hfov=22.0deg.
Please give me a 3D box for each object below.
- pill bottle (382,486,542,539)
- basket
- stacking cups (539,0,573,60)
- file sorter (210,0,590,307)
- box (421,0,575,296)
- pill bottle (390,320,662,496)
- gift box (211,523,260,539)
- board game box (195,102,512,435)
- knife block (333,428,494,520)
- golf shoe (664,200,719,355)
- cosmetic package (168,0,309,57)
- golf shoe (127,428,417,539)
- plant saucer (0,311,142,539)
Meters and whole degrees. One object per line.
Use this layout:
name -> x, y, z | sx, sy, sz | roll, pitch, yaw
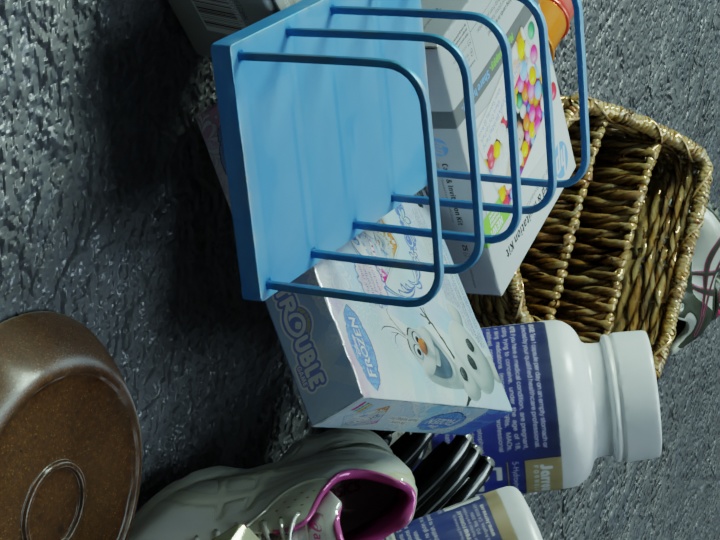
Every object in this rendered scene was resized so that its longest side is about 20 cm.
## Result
pill bottle -> 0.022, 0.216, 1.122 | 0.111, 0.199, 0.112 | 160, -90, -89
basket -> 0.167, -0.032, 1.435 | 0.143, 0.148, 0.201 | 34, 70, -51
stacking cups -> 0.121, -0.155, 1.405 | 0.200, 0.060, 0.061 | -54, 145, -38
file sorter -> 0.030, -0.079, 1.000 | 0.200, 0.122, 0.140 | -36, 126, -52
box -> 0.087, -0.108, 1.258 | 0.156, 0.041, 0.201 | -56, 141, -43
pill bottle -> 0.107, 0.098, 1.304 | 0.120, 0.198, 0.121 | -7, 90, -86
gift box -> -0.107, 0.267, 0.982 | 0.184, 0.200, 0.187 | -41, -170, 39
board game box -> 0.000, 0.000, 1.128 | 0.199, 0.043, 0.201 | 14, 51, -61
knife block -> -0.002, 0.186, 1.211 | 0.174, 0.064, 0.202 | -3, 107, -22
golf shoe -> 0.325, 0.001, 1.856 | 0.088, 0.077, 0.201 | -51, 143, -30
cosmetic package -> -0.036, -0.223, 1.047 | 0.201, 0.090, 0.107 | -61, 147, -23
golf shoe -> -0.057, 0.151, 1.089 | 0.199, 0.091, 0.076 | -24, 107, -18
plant saucer -> -0.174, 0.123, 0.985 | 0.200, 0.034, 0.202 | -36, 132, -54
